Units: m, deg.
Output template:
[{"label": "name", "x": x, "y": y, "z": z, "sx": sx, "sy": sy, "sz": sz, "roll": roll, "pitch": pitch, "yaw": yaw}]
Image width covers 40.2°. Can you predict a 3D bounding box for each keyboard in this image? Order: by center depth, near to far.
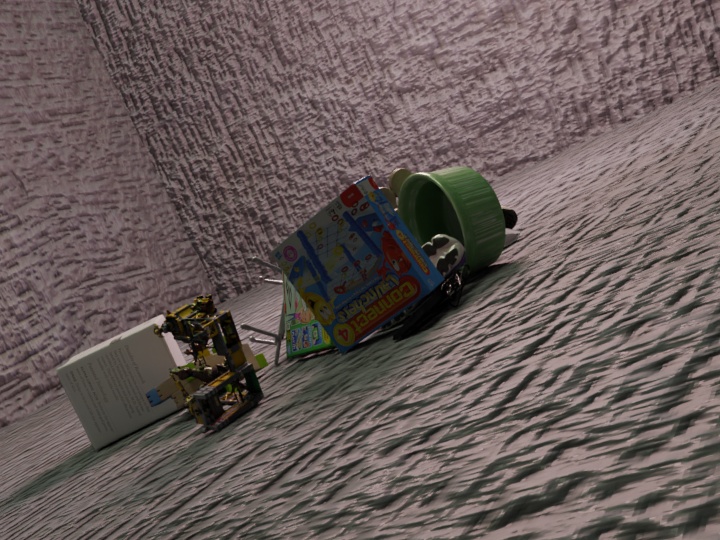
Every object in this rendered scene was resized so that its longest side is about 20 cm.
[{"label": "keyboard", "x": 0.120, "y": 0.052, "z": 1.476, "sx": 0.104, "sy": 0.040, "sz": 0.200, "roll": -50, "pitch": -5, "yaw": 27}]

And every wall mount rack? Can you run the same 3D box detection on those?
[{"label": "wall mount rack", "x": -0.163, "y": 0.059, "z": 1.729, "sx": 0.074, "sy": 0.202, "sz": 0.174, "roll": 8, "pitch": -13, "yaw": -3}]

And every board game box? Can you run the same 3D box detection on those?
[{"label": "board game box", "x": -0.008, "y": -0.006, "z": 1.497, "sx": 0.200, "sy": 0.196, "sz": 0.056, "roll": -37, "pitch": -2, "yaw": 31}, {"label": "board game box", "x": -0.083, "y": 0.038, "z": 1.656, "sx": 0.029, "sy": 0.202, "sz": 0.134, "roll": 5, "pitch": -15, "yaw": -36}]

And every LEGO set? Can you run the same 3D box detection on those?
[{"label": "LEGO set", "x": -0.241, "y": 0.148, "z": 1.437, "sx": 0.153, "sy": 0.201, "sz": 0.116, "roll": 6, "pitch": 27, "yaw": 40}]

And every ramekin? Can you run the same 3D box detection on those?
[{"label": "ramekin", "x": 0.158, "y": -0.081, "z": 1.677, "sx": 0.097, "sy": 0.201, "sz": 0.200, "roll": -20, "pitch": 2, "yaw": -27}]

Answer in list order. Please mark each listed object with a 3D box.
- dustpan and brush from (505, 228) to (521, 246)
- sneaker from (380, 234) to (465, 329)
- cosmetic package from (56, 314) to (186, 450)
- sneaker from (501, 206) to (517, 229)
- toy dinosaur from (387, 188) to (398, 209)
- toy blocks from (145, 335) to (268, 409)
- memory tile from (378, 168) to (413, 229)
[{"label": "dustpan and brush", "x": 0.187, "y": -0.041, "z": 1.852, "sx": 0.199, "sy": 0.058, "sz": 0.139, "roll": -9, "pitch": 13, "yaw": -30}, {"label": "sneaker", "x": 0.091, "y": 0.030, "z": 1.575, "sx": 0.200, "sy": 0.081, "sz": 0.083, "roll": -37, "pitch": -26, "yaw": 9}, {"label": "cosmetic package", "x": -0.428, "y": 0.203, "z": 1.830, "sx": 0.199, "sy": 0.166, "sz": 0.165, "roll": -26, "pitch": 6, "yaw": -5}, {"label": "sneaker", "x": 0.240, "y": -0.090, "z": 2.045, "sx": 0.199, "sy": 0.071, "sz": 0.093, "roll": -26, "pitch": 10, "yaw": 29}, {"label": "toy dinosaur", "x": 0.089, "y": -0.105, "z": 1.830, "sx": 0.198, "sy": 0.137, "sz": 0.086, "roll": -9, "pitch": 12, "yaw": 16}, {"label": "toy blocks", "x": -0.270, "y": 0.190, "z": 1.675, "sx": 0.136, "sy": 0.100, "sz": 0.200, "roll": -33, "pitch": -9, "yaw": 30}, {"label": "memory tile", "x": 0.083, "y": -0.069, "z": 1.759, "sx": 0.153, "sy": 0.200, "sz": 0.017, "roll": -45, "pitch": 21, "yaw": -11}]
